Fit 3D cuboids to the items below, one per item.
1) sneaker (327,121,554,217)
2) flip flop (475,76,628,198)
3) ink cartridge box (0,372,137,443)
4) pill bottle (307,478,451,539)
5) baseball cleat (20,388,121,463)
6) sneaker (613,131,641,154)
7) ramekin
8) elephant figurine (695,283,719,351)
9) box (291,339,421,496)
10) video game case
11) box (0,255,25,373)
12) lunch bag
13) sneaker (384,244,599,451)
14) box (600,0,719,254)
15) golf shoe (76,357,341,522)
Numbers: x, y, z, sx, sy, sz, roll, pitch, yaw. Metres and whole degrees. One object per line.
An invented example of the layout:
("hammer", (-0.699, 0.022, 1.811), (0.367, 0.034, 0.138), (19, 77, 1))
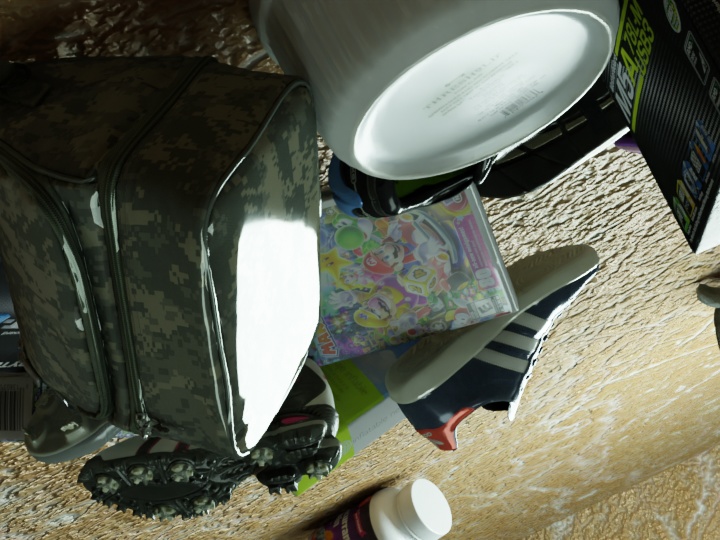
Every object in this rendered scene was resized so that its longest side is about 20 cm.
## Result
("sneaker", (0.074, -0.087, 0.924), (0.198, 0.071, 0.082), (-32, -153, -21))
("flip flop", (0.144, -0.114, 1.011), (0.198, 0.082, 0.058), (-29, 180, 9))
("ink cartridge box", (-0.214, 0.104, 1.111), (0.108, 0.051, 0.199), (-3, 174, 35))
("pill bottle", (0.027, 0.369, 1.997), (0.199, 0.112, 0.111), (-36, 156, 29))
("baseball cleat", (-0.135, 0.079, 1.008), (0.199, 0.070, 0.107), (-38, 138, -1))
("sneaker", (0.244, -0.142, 1.046), (0.087, 0.081, 0.200), (2, 149, -26))
("ramekin", (0.047, -0.137, 0.792), (0.198, 0.106, 0.201), (-21, 159, -8))
("elephant figurine", (0.509, 0.055, 1.754), (0.140, 0.157, 0.200), (4, -154, 32))
("box", (-0.009, 0.074, 1.155), (0.199, 0.122, 0.048), (-33, 143, -18))
("video game case", (0.000, 0.000, 1.040), (0.198, 0.018, 0.144), (-16, 127, 13))
("box", (-0.218, 0.004, 0.930), (0.198, 0.050, 0.199), (-39, 154, 33))
("lunch bag", (-0.118, -0.012, 0.780), (0.140, 0.166, 0.202), (-57, 154, -43))
("sneaker", (0.113, 0.060, 1.107), (0.199, 0.085, 0.075), (-36, -164, -14))
("box", (0.176, -0.132, 0.819), (0.047, 0.195, 0.200), (-24, 161, -4))
("golf shoe", (-0.111, 0.126, 1.071), (0.197, 0.089, 0.078), (-13, 137, 7))
